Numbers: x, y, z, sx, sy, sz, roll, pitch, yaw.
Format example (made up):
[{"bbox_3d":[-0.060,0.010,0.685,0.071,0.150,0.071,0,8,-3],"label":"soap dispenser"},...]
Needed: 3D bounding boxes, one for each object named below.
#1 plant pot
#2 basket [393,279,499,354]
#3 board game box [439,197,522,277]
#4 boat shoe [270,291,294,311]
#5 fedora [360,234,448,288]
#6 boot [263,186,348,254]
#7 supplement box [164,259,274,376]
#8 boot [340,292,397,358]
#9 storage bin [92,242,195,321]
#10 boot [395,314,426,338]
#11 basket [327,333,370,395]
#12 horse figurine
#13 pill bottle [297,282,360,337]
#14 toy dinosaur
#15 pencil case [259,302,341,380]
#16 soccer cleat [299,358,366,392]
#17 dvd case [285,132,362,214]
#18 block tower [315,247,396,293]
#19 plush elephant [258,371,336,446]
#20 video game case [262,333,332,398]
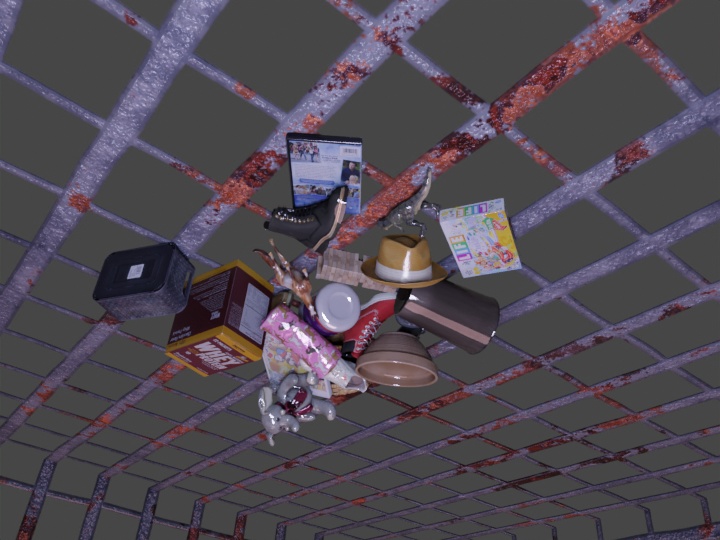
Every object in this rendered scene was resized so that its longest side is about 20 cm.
[{"bbox_3d":[0.089,0.205,1.535,0.197,0.094,0.202,6,156,3],"label":"plant pot"},{"bbox_3d":[0.185,0.085,1.445,0.198,0.138,0.180,24,180,-10],"label":"basket"},{"bbox_3d":[0.257,-0.063,1.363,0.132,0.035,0.201,-10,142,20],"label":"board game box"},{"bbox_3d":[-0.238,0.100,1.628,0.076,0.072,0.200,32,138,-16],"label":"boat shoe"},{"bbox_3d":[0.091,-0.029,1.348,0.197,0.201,0.083,2,109,4],"label":"fedora"},{"bbox_3d":[-0.110,-0.111,1.285,0.136,0.078,0.201,19,143,-11],"label":"boot"},{"bbox_3d":[-0.333,0.117,1.544,0.195,0.203,0.133,-20,138,30],"label":"supplement box"},{"bbox_3d":[0.033,0.143,1.584,0.198,0.146,0.072,-26,134,35],"label":"boot"},{"bbox_3d":[-0.498,0.027,1.494,0.197,0.137,0.094,-9,143,18],"label":"storage bin"},{"bbox_3d":[0.114,0.140,1.592,0.163,0.066,0.200,-12,158,-34],"label":"boot"},{"bbox_3d":[-0.073,0.243,1.736,0.196,0.145,0.150,-1,145,8],"label":"basket"},{"bbox_3d":[-0.160,0.010,1.443,0.199,0.050,0.134,36,156,35],"label":"horse figurine"},{"bbox_3d":[-0.082,0.100,1.542,0.111,0.114,0.200,18,162,-18],"label":"pill bottle"},{"bbox_3d":[0.110,-0.118,1.299,0.087,0.048,0.200,28,136,-19],"label":"toy dinosaur"},{"bbox_3d":[-0.138,0.162,1.494,0.199,0.083,0.087,41,99,-1],"label":"pencil case"},{"bbox_3d":[-0.060,0.245,1.585,0.198,0.078,0.070,25,110,-36],"label":"soccer cleat"},{"bbox_3d":[-0.068,-0.183,1.252,0.140,0.018,0.201,5,145,2],"label":"dvd case"},{"bbox_3d":[0.000,0.000,1.467,0.196,0.055,0.058,10,144,-8],"label":"block tower"},{"bbox_3d":[-0.186,0.354,1.648,0.197,0.156,0.167,2,129,24],"label":"plush elephant"},{"bbox_3d":[-0.170,0.239,1.668,0.179,0.023,0.202,8,130,21],"label":"video game case"}]
